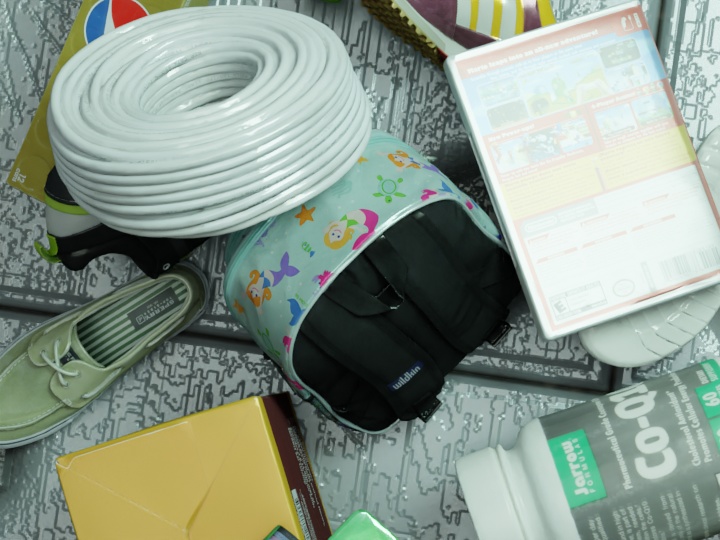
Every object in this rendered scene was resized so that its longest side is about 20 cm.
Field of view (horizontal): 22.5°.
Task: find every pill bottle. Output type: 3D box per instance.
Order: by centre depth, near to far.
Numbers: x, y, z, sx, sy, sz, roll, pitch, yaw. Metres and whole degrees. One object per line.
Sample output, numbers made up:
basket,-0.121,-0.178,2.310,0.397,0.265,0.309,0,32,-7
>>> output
pill bottle,0.172,0.140,1.216,0.200,0.113,0.113,-20,86,3

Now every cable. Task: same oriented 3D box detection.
cable,-0.096,-0.099,1.130,0.200,0.200,0.069,-16,125,-4

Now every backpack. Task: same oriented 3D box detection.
backpack,0.000,0.000,1.195,0.178,0.200,0.151,-46,65,2

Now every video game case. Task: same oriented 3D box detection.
video game case,0.153,-0.068,1.203,0.143,0.017,0.200,-18,83,-10

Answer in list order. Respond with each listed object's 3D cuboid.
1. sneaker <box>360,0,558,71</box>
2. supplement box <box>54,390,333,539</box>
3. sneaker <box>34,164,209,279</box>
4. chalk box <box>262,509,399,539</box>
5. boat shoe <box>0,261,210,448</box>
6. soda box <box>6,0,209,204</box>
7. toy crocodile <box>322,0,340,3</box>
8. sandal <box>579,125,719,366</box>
sneaker,0.076,-0.183,1.243,0.200,0.075,0.090,37,87,-24
supplement box,-0.090,0.191,1.188,0.133,0.200,0.198,-18,86,2
sneaker,-0.134,-0.038,1.242,0.200,0.072,0.083,-5,112,-35
chalk box,-0.044,0.228,1.020,0.124,0.124,0.200,42,91,4
boat shoe,-0.197,0.055,1.273,0.200,0.062,0.072,-36,85,1
soda box,-0.170,-0.136,1.256,0.068,0.064,0.200,27,106,5
toy crocodile,-0.060,-0.232,1.285,0.200,0.062,0.068,15,89,10
sandal,0.222,-0.014,1.250,0.082,0.050,0.203,42,78,-9
